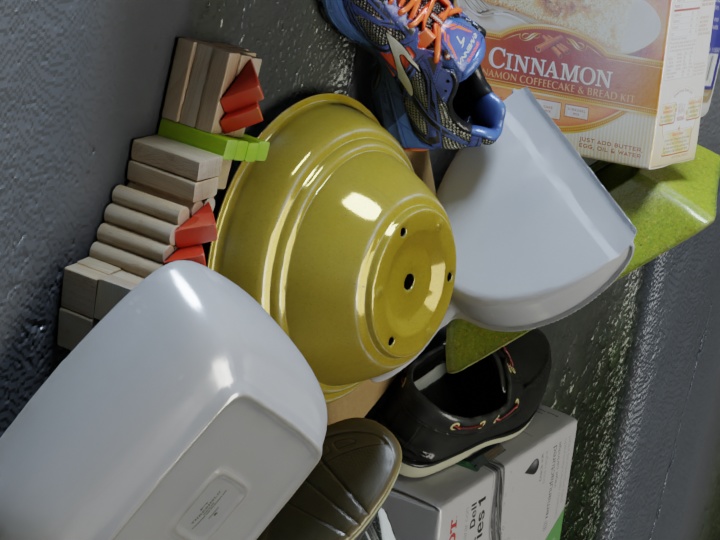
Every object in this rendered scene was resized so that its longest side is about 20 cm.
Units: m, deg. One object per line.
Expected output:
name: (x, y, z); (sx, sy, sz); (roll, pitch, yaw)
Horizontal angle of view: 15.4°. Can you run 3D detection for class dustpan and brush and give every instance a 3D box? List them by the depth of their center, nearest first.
dustpan and brush: (0.071, 0.000, 1.679); (0.200, 0.140, 0.057); (-40, 153, 10)

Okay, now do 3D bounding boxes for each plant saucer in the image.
plant saucer: (0.140, -0.024, 1.764); (0.048, 0.200, 0.200); (57, 15, -8)

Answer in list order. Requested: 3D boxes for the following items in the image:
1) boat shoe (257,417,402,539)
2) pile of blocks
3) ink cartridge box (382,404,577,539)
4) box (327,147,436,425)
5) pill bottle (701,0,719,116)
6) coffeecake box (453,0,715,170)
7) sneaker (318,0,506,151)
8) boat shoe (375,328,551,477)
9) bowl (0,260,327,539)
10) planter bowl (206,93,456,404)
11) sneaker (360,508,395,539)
boat shoe: (-0.050, 0.177, 1.660); (0.201, 0.072, 0.066); (-49, 162, -13)
pile of blocks: (-0.093, -0.035, 1.462); (0.200, 0.062, 0.082); (-64, 152, -12)
ink cartridge box: (0.062, 0.185, 1.857); (0.200, 0.084, 0.147); (-27, 129, -54)
box: (-0.007, 0.025, 1.698); (0.200, 0.021, 0.164); (-50, 145, -34)
pill bottle: (0.205, -0.215, 1.835); (0.120, 0.119, 0.201); (-5, 111, -60)
coffeecake box: (0.142, -0.178, 1.687); (0.073, 0.153, 0.201); (-14, 113, -58)
sneaker: (0.038, -0.147, 1.606); (0.075, 0.078, 0.200); (-60, 144, -25)
boat shoe: (0.081, 0.078, 1.824); (0.201, 0.074, 0.063); (-27, 155, -54)
bowl: (-0.104, 0.108, 1.457); (0.200, 0.075, 0.200); (-50, 152, -2)
planter bowl: (0.000, 0.000, 1.590); (0.200, 0.083, 0.201); (-27, 124, -50)
sneaker: (-0.038, 0.234, 1.720); (0.086, 0.080, 0.201); (5, 96, -51)
